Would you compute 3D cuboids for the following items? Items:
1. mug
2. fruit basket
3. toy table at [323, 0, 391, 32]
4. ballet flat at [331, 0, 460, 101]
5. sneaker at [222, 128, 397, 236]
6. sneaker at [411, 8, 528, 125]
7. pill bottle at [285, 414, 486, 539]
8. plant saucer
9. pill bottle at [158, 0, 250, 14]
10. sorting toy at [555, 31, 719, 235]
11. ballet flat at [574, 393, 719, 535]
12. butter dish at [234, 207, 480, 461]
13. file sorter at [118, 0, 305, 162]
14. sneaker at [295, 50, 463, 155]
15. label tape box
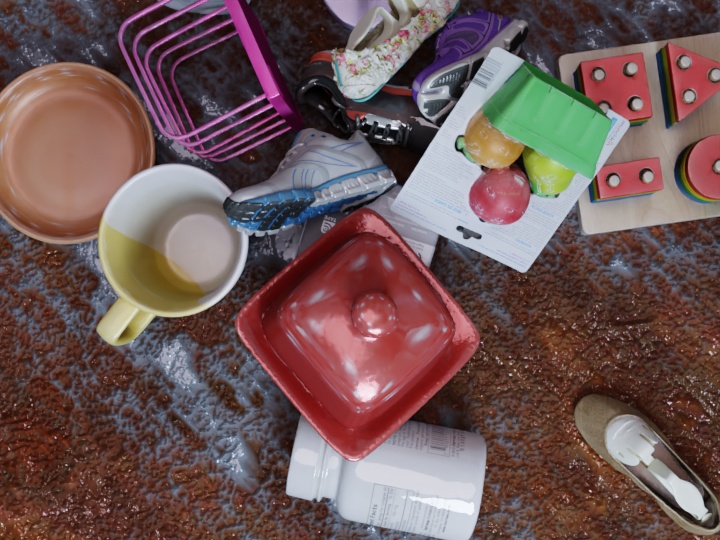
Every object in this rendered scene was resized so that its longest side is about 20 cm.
[{"bbox_3d":[-0.199,-0.021,1.048,0.185,0.153,0.151,-20,88,1],"label":"mug"},{"bbox_3d":[0.154,-0.111,1.033,0.184,0.094,0.201,22,120,-23],"label":"fruit basket"},{"bbox_3d":[0.008,-0.375,1.078,0.182,0.117,0.202,-9,87,1],"label":"toy table"},{"bbox_3d":[0.039,-0.259,1.047,0.200,0.075,0.064,-51,126,-27],"label":"ballet flat"},{"bbox_3d":[-0.060,-0.095,0.991,0.199,0.075,0.087,-18,78,-40],"label":"sneaker"},{"bbox_3d":[0.103,-0.222,1.059,0.083,0.200,0.081,30,132,15],"label":"sneaker"},{"bbox_3d":[0.026,0.212,1.054,0.198,0.114,0.116,11,88,1],"label":"pill bottle"},{"bbox_3d":[-0.325,-0.130,1.114,0.198,0.037,0.203,0,88,1],"label":"plant saucer"},{"bbox_3d":[-0.168,-0.392,1.085,0.107,0.109,0.203,2,87,1],"label":"pill bottle"},{"bbox_3d":[0.329,-0.154,1.085,0.196,0.070,0.202,-8,87,1],"label":"sorting toy"},{"bbox_3d":[0.315,0.210,1.069,0.068,0.072,0.200,-43,87,-1],"label":"ballet flat"},{"bbox_3d":[0.005,0.052,0.969,0.200,0.148,0.200,-40,86,-13],"label":"butter dish"},{"bbox_3d":[-0.151,-0.200,1.033,0.124,0.200,0.140,-25,87,3],"label":"file sorter"},{"bbox_3d":[0.016,-0.160,1.075,0.199,0.077,0.082,27,51,10],"label":"sneaker"},{"bbox_3d":[0.000,0.000,1.088,0.142,0.066,0.202,17,87,2],"label":"label tape box"}]
